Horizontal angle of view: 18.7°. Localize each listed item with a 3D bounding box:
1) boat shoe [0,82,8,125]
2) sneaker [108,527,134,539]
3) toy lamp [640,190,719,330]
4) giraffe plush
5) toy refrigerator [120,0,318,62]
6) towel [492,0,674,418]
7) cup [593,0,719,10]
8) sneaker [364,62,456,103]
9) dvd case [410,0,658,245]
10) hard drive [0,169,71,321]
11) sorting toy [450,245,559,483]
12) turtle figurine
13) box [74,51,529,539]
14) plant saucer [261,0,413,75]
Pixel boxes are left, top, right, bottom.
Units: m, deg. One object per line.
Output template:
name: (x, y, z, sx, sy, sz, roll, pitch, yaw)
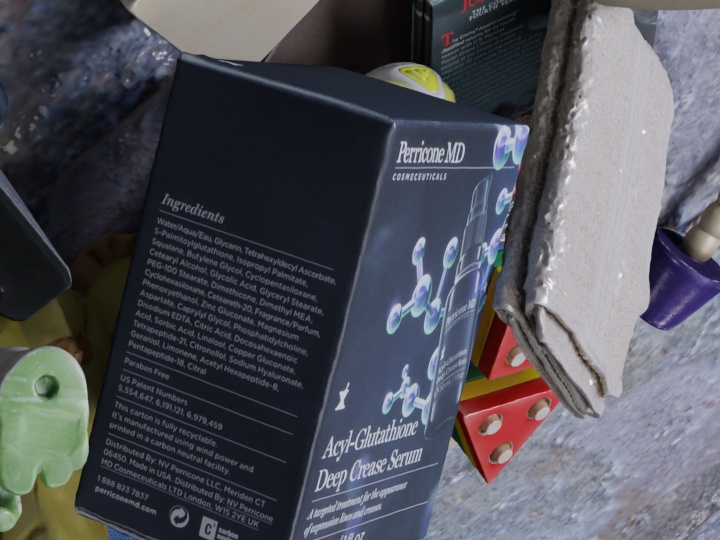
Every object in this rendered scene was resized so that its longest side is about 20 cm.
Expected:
boat shoe: (-0.239, -0.036, 0.901, 0.199, 0.062, 0.075, -29, 147, -14)
sneaker: (-0.188, 0.165, 1.165, 0.199, 0.079, 0.090, -17, 143, -28)
toy lamp: (0.233, -0.049, 1.331, 0.058, 0.058, 0.200, 11, 123, -48)
giraffe plush: (-0.128, 0.051, 1.037, 0.162, 0.172, 0.202, -18, 124, -44)
toy refrigerator: (-0.022, -0.182, 0.933, 0.200, 0.070, 0.076, -46, 138, 9)
towel: (0.112, -0.040, 1.053, 0.133, 0.034, 0.202, 49, 48, -57)
cup: (0.192, -0.204, 0.973, 0.200, 0.142, 0.202, -32, 130, -47)
sneaker: (0.000, 0.000, 1.068, 0.075, 0.105, 0.201, -6, 140, -32)
dvd case: (0.089, -0.093, 1.124, 0.145, 0.022, 0.201, -25, 144, -20)
hard drive: (-0.183, -0.084, 0.775, 0.033, 0.200, 0.140, -36, 146, -4)
sorting toy: (0.044, 0.058, 1.265, 0.199, 0.070, 0.200, -15, 139, -31)
turtle figurine: (-0.190, 0.072, 0.831, 0.200, 0.194, 0.144, -47, 109, -20)
box: (-0.022, 0.018, 0.943, 0.148, 0.106, 0.202, -7, 112, -64)
plant saucer: (0.019, -0.102, 1.094, 0.199, 0.032, 0.201, -25, 143, -21)
